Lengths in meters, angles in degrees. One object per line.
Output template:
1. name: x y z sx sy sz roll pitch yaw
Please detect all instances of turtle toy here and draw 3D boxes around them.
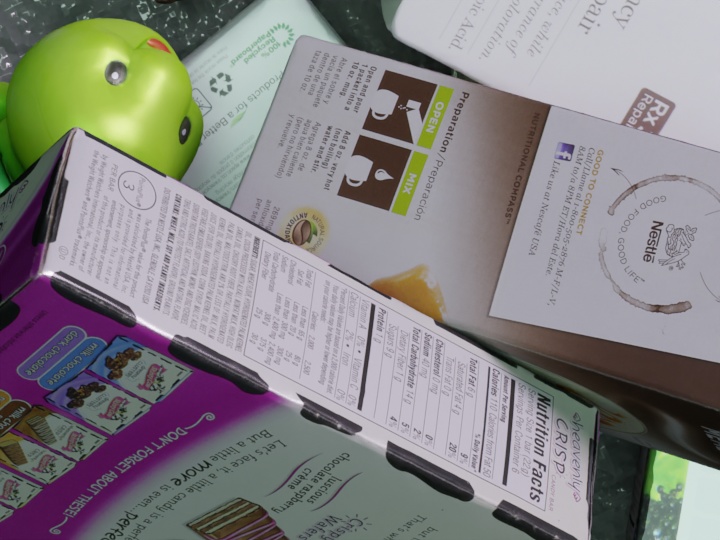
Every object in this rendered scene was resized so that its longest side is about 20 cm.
1. turtle toy: -0.135 -0.005 0.958 0.146 0.101 0.200 39 89 -33

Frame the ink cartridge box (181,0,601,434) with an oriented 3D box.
1. ink cartridge box: 0.000 0.000 1.025 0.095 0.037 0.200 -39 87 1

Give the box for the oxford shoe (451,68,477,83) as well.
1. oxford shoe: 0.068 -0.093 1.012 0.075 0.058 0.200 -5 93 -2

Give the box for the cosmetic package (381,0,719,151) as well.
1. cosmetic package: 0.116 -0.083 0.953 0.200 0.074 0.102 26 106 -9

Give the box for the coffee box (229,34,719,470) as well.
1. coffee box: 0.071 0.002 0.917 0.200 0.114 0.080 17 80 22

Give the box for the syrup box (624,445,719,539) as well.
1. syrup box: 0.130 0.123 1.000 0.079 0.081 0.200 10 90 3

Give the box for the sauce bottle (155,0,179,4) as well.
1. sauce bottle: -0.084 -0.196 1.010 0.066 0.066 0.200 -22 91 2

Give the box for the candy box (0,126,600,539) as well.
1. candy box: -0.045 0.051 0.876 0.200 0.136 0.061 30 48 -24
